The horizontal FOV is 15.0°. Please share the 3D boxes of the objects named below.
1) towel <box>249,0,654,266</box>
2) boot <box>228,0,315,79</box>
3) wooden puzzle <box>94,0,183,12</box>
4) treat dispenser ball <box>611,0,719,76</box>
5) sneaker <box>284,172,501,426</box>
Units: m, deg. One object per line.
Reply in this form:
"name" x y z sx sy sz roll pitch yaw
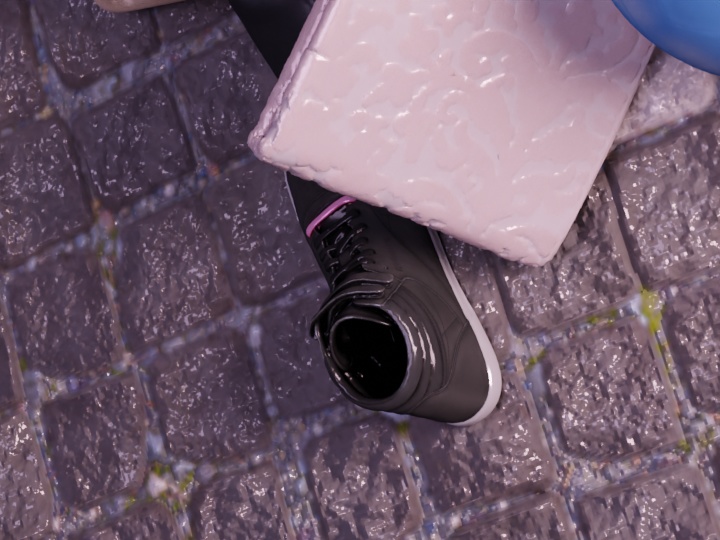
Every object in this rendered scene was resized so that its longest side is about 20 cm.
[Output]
"towel" 0.060 -0.116 1.473 0.192 0.199 0.032 -65 31 8
"boot" -0.061 -0.158 1.581 0.198 0.073 0.163 -16 118 46
"wooden puzzle" -0.085 -0.260 1.628 0.199 0.037 0.186 -8 99 24
"treat dispenser ball" 0.209 -0.196 1.387 0.200 0.201 0.202 -1 87 28
"sneaker" 0.000 0.000 1.551 0.071 0.099 0.200 -40 69 23
